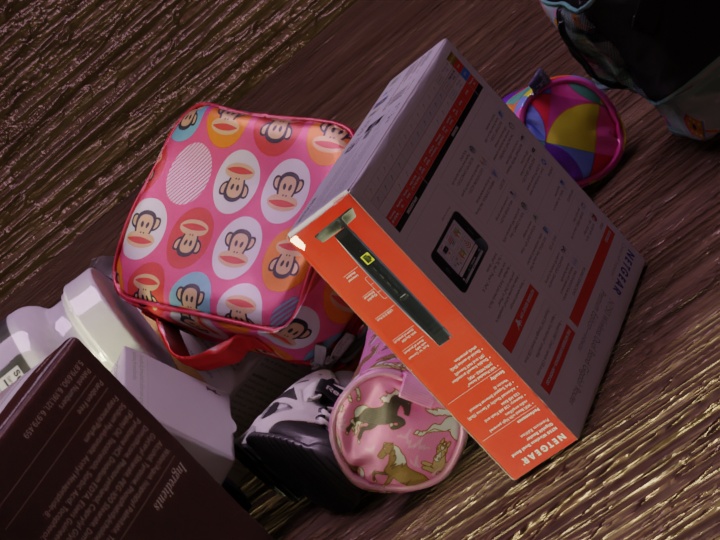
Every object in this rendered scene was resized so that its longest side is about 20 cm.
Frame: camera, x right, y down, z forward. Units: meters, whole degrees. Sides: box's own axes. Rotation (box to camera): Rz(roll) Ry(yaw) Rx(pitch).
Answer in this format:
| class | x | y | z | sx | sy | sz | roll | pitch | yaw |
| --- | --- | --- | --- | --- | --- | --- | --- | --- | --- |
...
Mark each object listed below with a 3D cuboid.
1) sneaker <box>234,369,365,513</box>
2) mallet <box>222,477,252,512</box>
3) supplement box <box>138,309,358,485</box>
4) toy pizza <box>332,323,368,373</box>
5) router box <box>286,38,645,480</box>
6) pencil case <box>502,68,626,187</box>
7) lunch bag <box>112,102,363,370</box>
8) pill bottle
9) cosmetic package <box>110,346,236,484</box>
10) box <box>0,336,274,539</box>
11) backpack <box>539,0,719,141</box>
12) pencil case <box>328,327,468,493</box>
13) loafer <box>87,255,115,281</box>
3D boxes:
| class | x | y | z | sx | sy | sz | roll | pitch | yaw |
| --- | --- | --- | --- | --- | --- | --- | --- | --- | --- |
| sneaker | -0.023 | 0.097 | 1.465 | 0.089 | 0.074 | 0.200 | -47 | 11 | -11 |
| mallet | -0.077 | 0.166 | 1.507 | 0.066 | 0.041 | 0.200 | -50 | 16 | -16 |
| supplement box | -0.113 | 0.076 | 1.648 | 0.200 | 0.074 | 0.126 | -51 | 50 | 9 |
| toy pizza | 0.043 | 0.021 | 1.635 | 0.200 | 0.032 | 0.200 | -41 | 11 | 9 |
| router box | 0.064 | -0.011 | 1.279 | 0.049 | 0.180 | 0.200 | -36 | 12 | 31 |
| pencil case | 0.113 | -0.088 | 1.664 | 0.088 | 0.088 | 0.200 | -46 | 8 | -15 |
| lunch bag | -0.072 | -0.015 | 1.548 | 0.200 | 0.082 | 0.176 | 14 | 78 | 45 |
| pill bottle | -0.231 | 0.097 | 1.595 | 0.200 | 0.116 | 0.116 | -39 | 11 | 3 |
| cosmetic package | -0.163 | 0.164 | 1.516 | 0.200 | 0.085 | 0.108 | -61 | 14 | 14 |
| box | -0.178 | 0.183 | 1.351 | 0.166 | 0.200 | 0.164 | -36 | 13 | 35 |
| backpack | 0.209 | -0.178 | 1.471 | 0.176 | 0.153 | 0.200 | -41 | 20 | -3 |
| pencil case | 0.035 | 0.057 | 1.393 | 0.083 | 0.087 | 0.200 | -8 | 22 | 14 |
| loafer | -0.119 | -0.003 | 1.759 | 0.200 | 0.071 | 0.073 | -11 | -24 | 1 |
